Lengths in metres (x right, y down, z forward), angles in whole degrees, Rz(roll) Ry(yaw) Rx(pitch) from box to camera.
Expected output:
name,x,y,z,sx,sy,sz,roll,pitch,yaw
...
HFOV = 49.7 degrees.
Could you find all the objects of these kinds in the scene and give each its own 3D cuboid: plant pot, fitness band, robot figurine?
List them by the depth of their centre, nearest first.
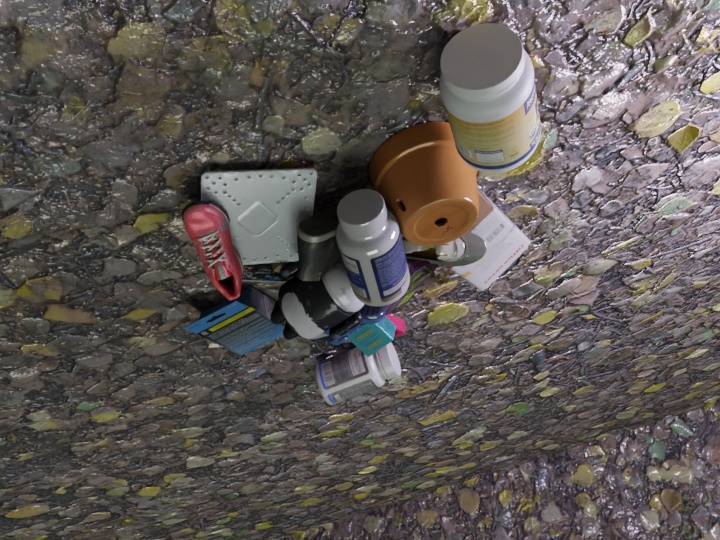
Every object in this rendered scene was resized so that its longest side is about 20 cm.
name,x,y,z,sx,sy,sz,roll,pitch,yaw
plant pot,0.124,-0.139,1.360,0.196,0.142,0.201,-10,148,-7
robot figurine,-0.078,0.052,1.497,0.198,0.126,0.150,-32,149,19
fitness band,0.015,0.129,1.794,0.142,0.038,0.198,-15,158,40

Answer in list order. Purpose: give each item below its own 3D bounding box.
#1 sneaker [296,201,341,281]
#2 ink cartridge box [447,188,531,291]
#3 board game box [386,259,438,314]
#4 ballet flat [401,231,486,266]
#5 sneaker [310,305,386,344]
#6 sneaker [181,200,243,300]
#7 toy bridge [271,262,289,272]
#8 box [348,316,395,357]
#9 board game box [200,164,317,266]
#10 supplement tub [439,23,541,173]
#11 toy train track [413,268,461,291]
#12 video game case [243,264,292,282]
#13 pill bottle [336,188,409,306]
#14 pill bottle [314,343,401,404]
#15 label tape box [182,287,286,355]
name,x,y,z,sx,sy,sz,roll,pitch,yaw
sneaker,-0.042,-0.058,1.423,0.198,0.075,0.108,-21,138,-37
ink cartridge box,0.230,-0.061,1.538,0.148,0.086,0.199,-45,146,11
board game box,0.104,0.028,1.674,0.119,0.032,0.201,-32,165,-43
ballet flat,0.130,-0.041,1.425,0.196,0.069,0.064,7,-168,15
sneaker,-0.034,0.103,1.594,0.197,0.074,0.083,-7,118,24
sneaker,-0.240,-0.031,1.320,0.073,0.087,0.202,-21,134,-2
toy bridge,-0.146,-0.024,1.493,0.198,0.028,0.067,15,137,-38
box,-0.020,0.090,1.657,0.082,0.049,0.200,-36,112,29
board game box,-0.182,-0.096,1.362,0.196,0.026,0.202,-4,132,-17
supplement tub,0.199,-0.261,1.192,0.142,0.146,0.201,-19,149,8
toy train track,0.177,0.009,1.660,0.113,0.033,0.199,-16,180,23
video game case,-0.147,-0.035,1.524,0.197,0.024,0.182,2,144,-27
pill bottle,0.019,-0.040,1.344,0.109,0.112,0.202,-15,138,1
pill bottle,-0.005,0.251,1.948,0.197,0.115,0.114,-21,148,11
label tape box,-0.262,0.100,1.647,0.143,0.064,0.200,-26,147,19
